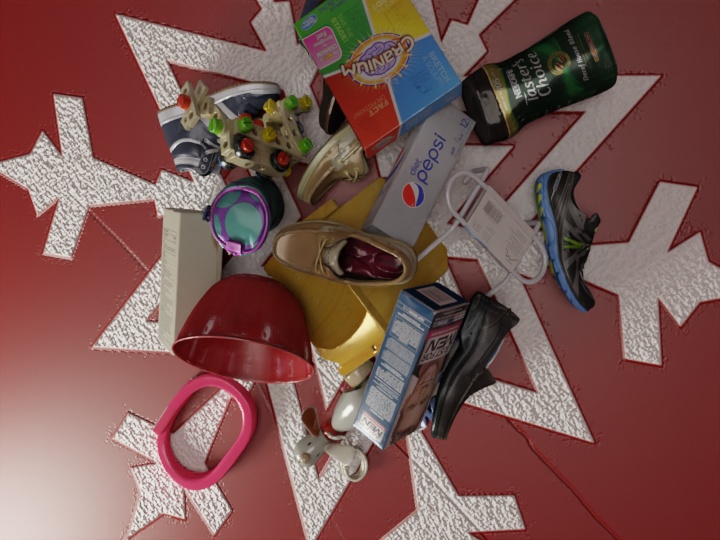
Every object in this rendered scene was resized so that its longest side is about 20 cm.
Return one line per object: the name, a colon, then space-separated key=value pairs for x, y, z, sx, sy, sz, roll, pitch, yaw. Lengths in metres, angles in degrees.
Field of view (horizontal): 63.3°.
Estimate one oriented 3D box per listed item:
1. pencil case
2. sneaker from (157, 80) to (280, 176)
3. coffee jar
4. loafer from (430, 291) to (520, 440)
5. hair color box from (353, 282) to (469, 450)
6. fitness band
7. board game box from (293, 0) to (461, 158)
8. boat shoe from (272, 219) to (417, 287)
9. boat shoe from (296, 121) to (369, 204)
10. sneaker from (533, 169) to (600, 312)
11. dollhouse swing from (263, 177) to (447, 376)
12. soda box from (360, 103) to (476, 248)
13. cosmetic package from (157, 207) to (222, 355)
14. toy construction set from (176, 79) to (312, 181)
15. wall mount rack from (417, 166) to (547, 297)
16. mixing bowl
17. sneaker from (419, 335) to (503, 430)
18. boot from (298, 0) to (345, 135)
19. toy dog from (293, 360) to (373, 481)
pencil case: x=-0.154 y=-0.081 z=0.814 sx=0.083 sy=0.200 sz=0.095 roll=26 pitch=100 yaw=-6
sneaker: x=-0.201 y=-0.207 z=0.874 sx=0.193 sy=0.070 sz=0.113 roll=-12 pitch=95 yaw=11
coffee jar: x=0.237 y=-0.256 z=0.797 sx=0.195 sy=0.085 sz=0.107 roll=-25 pitch=92 yaw=10
loafer: x=0.149 y=0.136 z=0.781 sx=0.070 sy=0.073 sz=0.206 roll=21 pitch=95 yaw=9
hair color box: x=0.067 y=0.124 z=0.774 sx=0.060 sy=0.099 sz=0.206 roll=30 pitch=112 yaw=31
fitness band: x=-0.253 y=0.260 z=0.950 sx=0.142 sy=0.037 sz=0.202 roll=38 pitch=101 yaw=0
board game box: x=0.022 y=-0.279 z=0.772 sx=0.150 sy=0.040 sz=0.204 roll=-32 pitch=79 yaw=5
boat shoe: x=-0.025 y=-0.022 z=0.736 sx=0.192 sy=0.066 sz=0.077 roll=6 pitch=98 yaw=10
boat shoe: x=-0.012 y=-0.166 z=0.841 sx=0.066 sy=0.074 sz=0.200 roll=44 pitch=100 yaw=6
sneaker: x=0.300 y=-0.041 z=0.818 sx=0.080 sy=0.071 sz=0.207 roll=-12 pitch=92 yaw=13
dollhouse swing: x=0.000 y=0.000 z=0.870 sx=0.202 sy=0.175 sz=0.181 roll=50 pitch=134 yaw=0
soda box: x=0.078 y=-0.129 z=0.798 sx=0.067 sy=0.063 sz=0.205 roll=29 pitch=81 yaw=-12
cosmetic package: x=-0.257 y=0.013 z=0.881 sx=0.069 sy=0.104 sz=0.208 roll=1 pitch=99 yaw=-32
toy construction set: x=-0.146 y=-0.193 z=0.786 sx=0.091 sy=0.194 sz=0.136 roll=-27 pitch=66 yaw=51
wall mount rack: x=0.159 y=-0.033 z=0.804 sx=0.199 sy=0.074 sz=0.176 roll=40 pitch=78 yaw=-19
mixing bowl: x=-0.151 y=0.075 z=0.808 sx=0.192 sy=0.202 sz=0.112 roll=4 pitch=65 yaw=8
sneaker: x=0.112 y=0.127 z=0.858 sx=0.115 sy=0.081 sz=0.200 roll=41 pitch=102 yaw=0
boot: x=-0.050 y=-0.304 z=0.847 sx=0.094 sy=0.075 sz=0.207 roll=15 pitch=88 yaw=16
toy dog: x=-0.025 y=0.232 z=0.881 sx=0.129 sy=0.096 sz=0.205 roll=25 pitch=99 yaw=5
